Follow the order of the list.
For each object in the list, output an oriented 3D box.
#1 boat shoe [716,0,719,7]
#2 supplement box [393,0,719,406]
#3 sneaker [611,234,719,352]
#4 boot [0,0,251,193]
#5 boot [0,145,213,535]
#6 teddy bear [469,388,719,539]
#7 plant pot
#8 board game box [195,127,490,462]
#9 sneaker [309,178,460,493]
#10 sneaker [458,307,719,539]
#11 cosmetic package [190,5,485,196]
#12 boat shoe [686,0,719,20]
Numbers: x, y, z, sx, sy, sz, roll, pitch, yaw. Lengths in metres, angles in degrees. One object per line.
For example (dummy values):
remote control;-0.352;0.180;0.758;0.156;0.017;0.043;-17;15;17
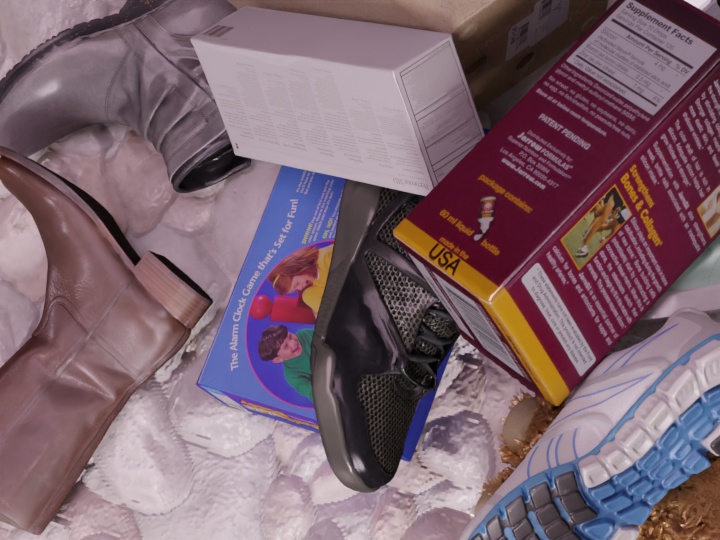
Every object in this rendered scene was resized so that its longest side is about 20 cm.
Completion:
boat shoe;0.258;-0.214;1.518;0.199;0.075;0.066;-40;67;-22
supplement box;0.129;-0.043;1.430;0.200;0.110;0.086;-46;50;-9
sneaker;0.202;-0.027;1.504;0.200;0.074;0.119;-16;72;7
boot;-0.142;-0.100;1.688;0.200;0.070;0.132;-35;66;13
boot;-0.216;0.045;1.662;0.186;0.064;0.200;39;93;23
teddy bear;0.153;0.129;1.483;0.199;0.067;0.145;-7;59;28
plant pot;0.044;-0.203;1.557;0.200;0.200;0.177;-35;71;-16
board game box;0.000;0.000;1.599;0.134;0.045;0.201;16;78;27
sneaker;0.038;0.028;1.503;0.114;0.076;0.200;-1;65;29
sneaker;0.130;0.096;1.438;0.200;0.075;0.087;-38;34;1
cosmetic package;-0.013;-0.100;1.528;0.051;0.083;0.200;-33;28;-29
boat shoe;0.189;-0.111;1.555;0.201;0.070;0.072;-44;84;-2
